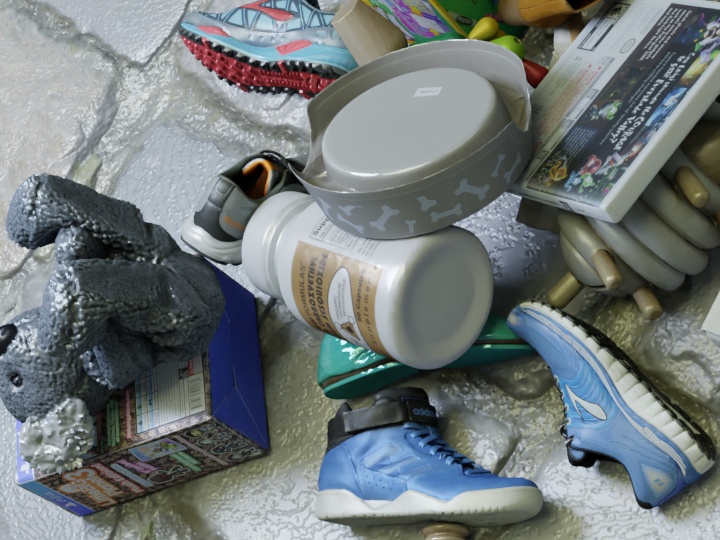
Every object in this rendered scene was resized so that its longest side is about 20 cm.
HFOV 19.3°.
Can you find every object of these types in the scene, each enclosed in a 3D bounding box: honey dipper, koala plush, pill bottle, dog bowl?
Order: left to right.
[{"bbox_3d":[-0.229,0.058,1.743,0.200,0.183,0.178,-53,40,25],"label":"koala plush"},{"bbox_3d":[0.000,0.000,1.691,0.200,0.114,0.115,19,78,46],"label":"pill bottle"},{"bbox_3d":[0.043,-0.100,1.648,0.199,0.059,0.200,-15,34,10],"label":"dog bowl"},{"bbox_3d":[0.066,0.296,1.629,0.038,0.038,0.201,-11,66,26],"label":"honey dipper"}]

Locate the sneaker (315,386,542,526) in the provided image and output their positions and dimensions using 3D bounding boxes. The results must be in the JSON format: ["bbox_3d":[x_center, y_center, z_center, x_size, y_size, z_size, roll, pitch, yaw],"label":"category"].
[{"bbox_3d":[0.054,0.144,1.681,0.199,0.077,0.112,-6,73,36],"label":"sneaker"}]

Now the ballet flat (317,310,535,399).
[{"bbox_3d":[0.049,0.051,1.733,0.199,0.067,0.071,-15,70,26],"label":"ballet flat"}]

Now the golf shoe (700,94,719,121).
[{"bbox_3d":[0.303,-0.152,1.610,0.199,0.088,0.078,-4,91,25],"label":"golf shoe"}]

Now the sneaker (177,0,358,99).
[{"bbox_3d":[-0.072,-0.214,1.947,0.199,0.079,0.096,15,65,27],"label":"sneaker"}]

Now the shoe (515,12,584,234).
[{"bbox_3d":[0.160,-0.125,1.750,0.053,0.070,0.201,2,69,7],"label":"shoe"}]

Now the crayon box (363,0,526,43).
[{"bbox_3d":[0.046,-0.250,1.803,0.119,0.200,0.058,23,80,36],"label":"crayon box"}]

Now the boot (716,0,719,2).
[{"bbox_3d":[0.284,-0.217,1.720,0.168,0.076,0.201,-2,72,26],"label":"boot"}]

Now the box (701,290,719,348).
[{"bbox_3d":[0.361,-0.003,1.549,0.128,0.109,0.200,23,80,36],"label":"box"}]

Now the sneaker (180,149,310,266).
[{"bbox_3d":[-0.070,-0.067,1.803,0.074,0.200,0.080,33,121,18],"label":"sneaker"}]

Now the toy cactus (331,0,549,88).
[{"bbox_3d":[0.047,-0.165,1.772,0.200,0.165,0.102,-25,27,44],"label":"toy cactus"}]

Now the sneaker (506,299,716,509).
[{"bbox_3d":[0.175,0.102,1.621,0.089,0.078,0.200,-48,62,10],"label":"sneaker"}]

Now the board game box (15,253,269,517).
[{"bbox_3d":[-0.192,0.102,1.838,0.199,0.097,0.160,-19,58,22],"label":"board game box"}]

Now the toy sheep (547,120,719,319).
[{"bbox_3d":[0.218,-0.041,1.643,0.200,0.138,0.138,-41,52,14],"label":"toy sheep"}]

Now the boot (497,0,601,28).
[{"bbox_3d":[0.207,-0.272,1.749,0.201,0.071,0.144,-48,18,-16],"label":"boot"}]

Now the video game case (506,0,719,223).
[{"bbox_3d":[0.197,-0.131,1.631,0.200,0.023,0.182,-51,30,-11],"label":"video game case"}]
